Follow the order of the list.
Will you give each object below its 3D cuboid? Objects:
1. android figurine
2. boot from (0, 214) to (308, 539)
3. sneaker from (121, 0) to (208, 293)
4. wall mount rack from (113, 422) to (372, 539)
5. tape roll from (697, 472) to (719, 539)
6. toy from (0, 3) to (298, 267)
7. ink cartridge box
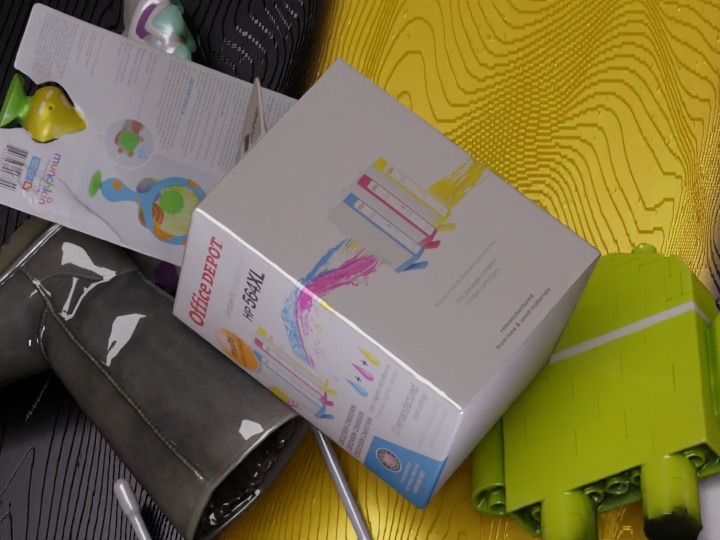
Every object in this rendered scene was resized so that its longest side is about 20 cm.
[{"bbox_3d":[0.137,0.069,1.597,0.182,0.041,0.200,-24,44,24],"label":"android figurine"},{"bbox_3d":[-0.144,0.076,1.636,0.200,0.073,0.182,47,113,15],"label":"boot"},{"bbox_3d":[-0.154,-0.074,1.713,0.140,0.078,0.200,-13,70,5],"label":"sneaker"},{"bbox_3d":[-0.049,0.171,1.618,0.200,0.075,0.174,-24,45,1],"label":"wall mount rack"},{"bbox_3d":[0.259,0.165,1.563,0.200,0.066,0.201,-3,72,10],"label":"tape roll"},{"bbox_3d":[-0.107,-0.058,1.637,0.200,0.047,0.115,21,72,-16],"label":"toy"},{"bbox_3d":[0.000,0.000,1.547,0.200,0.129,0.125,37,63,10],"label":"ink cartridge box"}]
